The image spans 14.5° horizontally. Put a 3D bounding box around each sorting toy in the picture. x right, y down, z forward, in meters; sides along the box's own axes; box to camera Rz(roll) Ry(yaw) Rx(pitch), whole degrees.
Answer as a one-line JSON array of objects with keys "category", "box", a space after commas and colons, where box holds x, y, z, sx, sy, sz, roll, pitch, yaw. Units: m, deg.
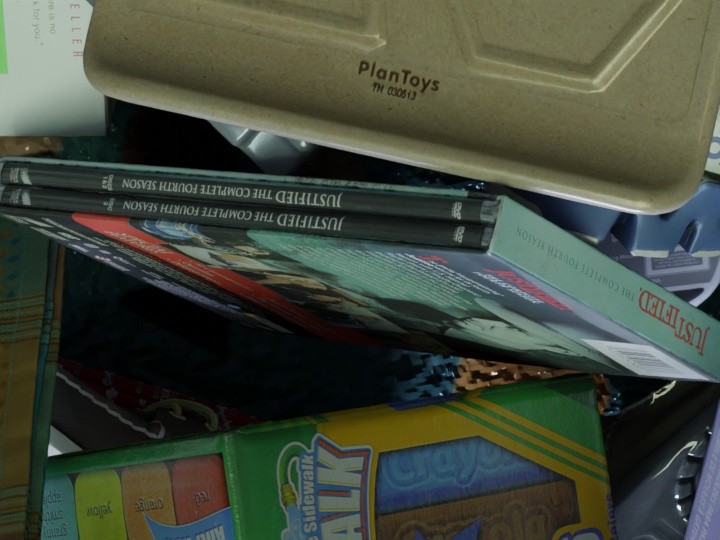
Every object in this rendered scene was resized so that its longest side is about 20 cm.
[{"category": "sorting toy", "box": [0.026, -0.131, 0.805, 0.184, 0.036, 0.201, 13, 94, 10]}]

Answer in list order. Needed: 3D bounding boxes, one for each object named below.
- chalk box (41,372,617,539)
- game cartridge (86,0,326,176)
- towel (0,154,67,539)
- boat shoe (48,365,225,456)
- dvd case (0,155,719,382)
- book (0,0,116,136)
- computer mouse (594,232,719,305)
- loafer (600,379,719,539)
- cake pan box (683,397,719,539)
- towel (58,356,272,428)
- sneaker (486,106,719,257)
[{"category": "chalk box", "box": [-0.027, 0.108, 0.905, 0.199, 0.125, 0.124, -5, 177, -40]}, {"category": "game cartridge", "box": [-0.003, -0.142, 0.841, 0.133, 0.040, 0.200, 44, 102, 0]}, {"category": "towel", "box": [-0.170, 0.047, 0.925, 0.146, 0.201, 0.022, -8, 136, 7]}, {"category": "boat shoe", "box": [-0.063, 0.083, 1.003, 0.200, 0.060, 0.072, 40, 154, -20]}, {"category": "dvd case", "box": [0.000, 0.000, 0.896, 0.199, 0.022, 0.146, 7, 167, 38]}, {"category": "book", "box": [-0.182, -0.112, 0.911, 0.199, 0.048, 0.134, -1, 119, 2]}, {"category": "computer mouse", "box": [0.080, -0.076, 0.921, 0.109, 0.044, 0.201, -6, 118, -1]}, {"category": "loafer", "box": [0.107, 0.067, 1.009, 0.200, 0.070, 0.075, -38, 133, 5]}, {"category": "cake pan box", "box": [0.207, 0.091, 0.998, 0.199, 0.052, 0.185, -6, 129, -24]}, {"category": "towel", "box": [-0.100, 0.094, 1.061, 0.199, 0.023, 0.145, 17, 123, -10]}, {"category": "sneaker", "box": [0.142, -0.064, 0.860, 0.198, 0.081, 0.116, 2, 115, -24]}]
